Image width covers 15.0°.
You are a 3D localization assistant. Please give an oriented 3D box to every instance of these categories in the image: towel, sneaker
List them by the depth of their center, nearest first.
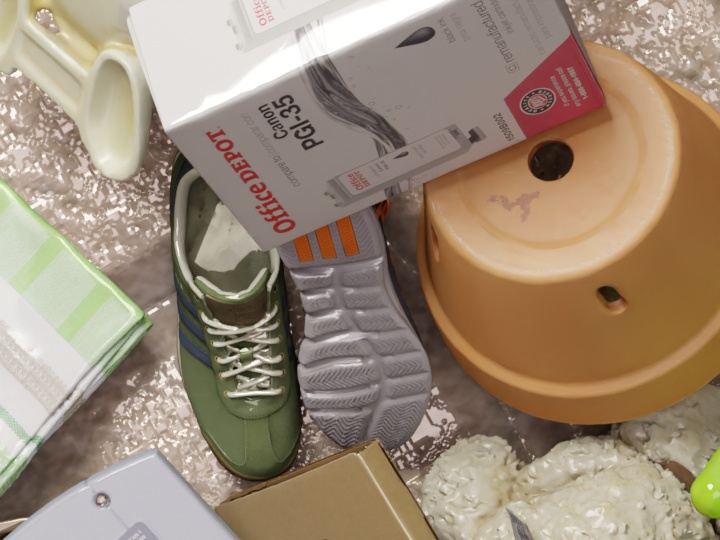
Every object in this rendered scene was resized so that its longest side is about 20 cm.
[{"bbox_3d":[-0.073,0.023,1.520,0.067,0.090,0.201,-9,93,-3],"label":"sneaker"},{"bbox_3d":[-0.234,0.053,1.530,0.149,0.031,0.200,42,89,7],"label":"towel"},{"bbox_3d":[0.000,0.000,1.532,0.077,0.112,0.201,-3,127,7],"label":"sneaker"}]

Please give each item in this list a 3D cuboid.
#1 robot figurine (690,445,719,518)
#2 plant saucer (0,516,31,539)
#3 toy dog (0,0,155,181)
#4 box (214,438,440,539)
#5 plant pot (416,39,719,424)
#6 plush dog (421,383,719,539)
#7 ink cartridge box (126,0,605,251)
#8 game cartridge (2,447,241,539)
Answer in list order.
[{"bbox_3d":[0.259,0.139,1.421,0.175,0.116,0.201,32,102,11],"label":"robot figurine"},{"bbox_3d":[-0.182,0.238,1.555,0.199,0.029,0.201,0,92,-4],"label":"plant saucer"},{"bbox_3d":[-0.095,-0.177,1.474,0.139,0.200,0.195,34,135,27],"label":"toy dog"},{"bbox_3d":[0.013,0.197,1.507,0.021,0.163,0.201,-34,95,-36],"label":"box"},{"bbox_3d":[0.117,-0.034,1.464,0.199,0.140,0.201,-6,67,14],"label":"plant pot"},{"bbox_3d":[0.160,0.132,1.524,0.200,0.160,0.172,45,63,-6],"label":"plush dog"},{"bbox_3d":[0.004,-0.106,1.367,0.199,0.147,0.083,-24,59,9],"label":"ink cartridge box"},{"bbox_3d":[-0.155,0.200,1.523,0.200,0.041,0.133,-42,97,-1],"label":"game cartridge"}]
